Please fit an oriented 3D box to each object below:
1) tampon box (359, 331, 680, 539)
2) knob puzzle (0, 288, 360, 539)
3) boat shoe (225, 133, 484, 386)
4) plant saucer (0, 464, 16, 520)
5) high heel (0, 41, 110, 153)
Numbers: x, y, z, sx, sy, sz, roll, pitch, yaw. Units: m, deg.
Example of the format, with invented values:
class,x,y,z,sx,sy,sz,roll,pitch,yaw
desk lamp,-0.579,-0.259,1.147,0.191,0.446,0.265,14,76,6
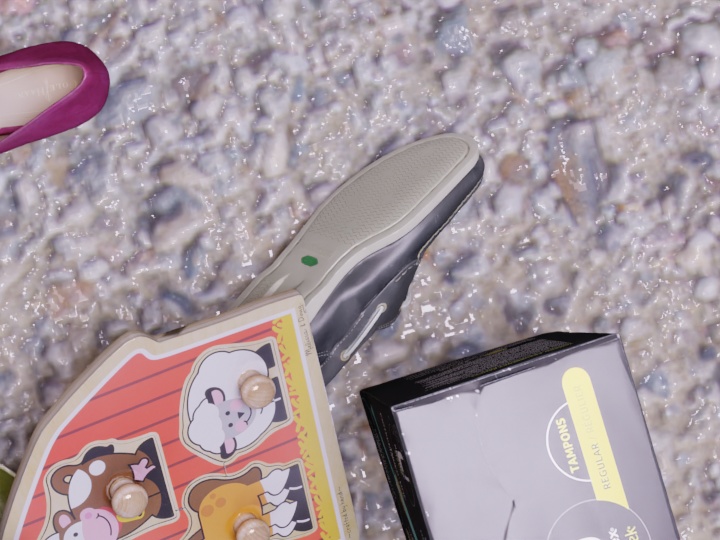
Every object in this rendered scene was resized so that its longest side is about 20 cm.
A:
class,x,y,z,sx,sy,sz,roll,pitch,yaw
tampon box,0.087,0.120,1.052,0.126,0.200,0.150,-17,91,-4
knob puzzle,-0.102,0.123,1.061,0.219,0.030,0.220,-12,119,-22
boat shoe,0.000,0.000,1.125,0.200,0.072,0.068,-46,129,-10
plant saucer,-0.256,0.198,1.111,0.199,0.031,0.201,0,89,-5
high heel,-0.237,-0.081,1.084,0.199,0.096,0.068,-12,90,-4
